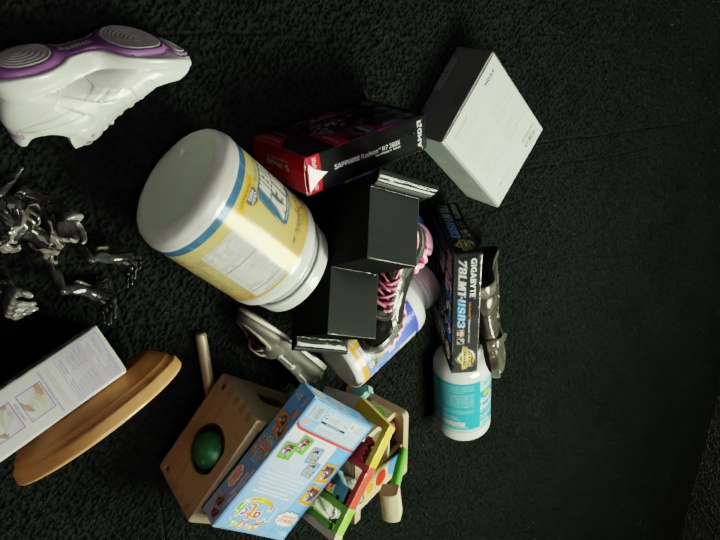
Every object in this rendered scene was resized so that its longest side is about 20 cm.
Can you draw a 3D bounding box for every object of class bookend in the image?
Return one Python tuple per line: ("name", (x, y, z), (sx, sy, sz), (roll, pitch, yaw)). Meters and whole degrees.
("bookend", (0.000, 0.000, 0.813), (0.090, 0.198, 0.205), (9, 78, -32))

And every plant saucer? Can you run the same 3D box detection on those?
("plant saucer", (-0.286, 0.147, 0.691), (0.199, 0.199, 0.038), (-38, 100, -23))

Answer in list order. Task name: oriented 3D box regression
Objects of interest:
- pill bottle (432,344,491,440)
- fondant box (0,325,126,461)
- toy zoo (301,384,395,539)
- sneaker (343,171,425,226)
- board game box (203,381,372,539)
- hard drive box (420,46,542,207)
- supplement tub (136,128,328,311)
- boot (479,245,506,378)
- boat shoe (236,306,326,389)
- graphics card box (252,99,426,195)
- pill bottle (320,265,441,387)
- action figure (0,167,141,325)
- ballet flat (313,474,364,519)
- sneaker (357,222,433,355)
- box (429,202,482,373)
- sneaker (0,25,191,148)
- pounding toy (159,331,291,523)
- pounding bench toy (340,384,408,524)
("pill bottle", (0.190, 0.207, 1.197), (0.109, 0.110, 0.205), (-26, 125, -31))
("fondant box", (-0.342, 0.136, 0.647), (0.199, 0.143, 0.059), (-39, 101, -24))
("toy zoo", (-0.033, 0.256, 0.913), (0.020, 0.129, 0.203), (38, 78, -52))
("sneaker", (0.054, -0.080, 0.964), (0.199, 0.078, 0.067), (36, 82, -47))
("board game box", (-0.089, 0.255, 0.838), (0.201, 0.036, 0.151), (-51, 140, -2))
("hard drive box", (0.189, -0.224, 1.021), (0.199, 0.076, 0.158), (36, 84, -46))
("supplement tub", (-0.142, -0.050, 0.749), (0.147, 0.143, 0.199), (-57, 135, -5))
("boot", (0.220, 0.067, 1.120), (0.201, 0.067, 0.178), (-66, 144, -60))
("boat shoe", (-0.115, 0.120, 0.908), (0.058, 0.066, 0.200), (-57, 139, -11))
("graphics card box", (-0.024, -0.163, 0.819), (0.197, 0.124, 0.052), (-25, 124, -31))
("pill bottle", (0.031, 0.072, 0.987), (0.199, 0.111, 0.114), (-41, 132, -21))
("action figure", (-0.315, -0.020, 0.637), (0.120, 0.102, 0.199), (-51, 137, 6))
("ballet flat", (-0.078, 0.345, 0.957), (0.071, 0.197, 0.074), (15, 68, -43))
("sneaker", (0.040, 0.015, 0.885), (0.096, 0.077, 0.205), (59, 50, -74))
("box", (0.147, 0.022, 1.021), (0.048, 0.201, 0.204), (-4, 116, -2))
("sneaker", (-0.264, -0.183, 0.643), (0.197, 0.075, 0.101), (-24, 142, -33))
("pounding toy", (-0.172, 0.221, 0.874), (0.186, 0.142, 0.199), (-54, 139, 3))
("pounding bench toy", (0.021, 0.292, 1.003), (0.155, 0.197, 0.127), (-27, 127, -44))
